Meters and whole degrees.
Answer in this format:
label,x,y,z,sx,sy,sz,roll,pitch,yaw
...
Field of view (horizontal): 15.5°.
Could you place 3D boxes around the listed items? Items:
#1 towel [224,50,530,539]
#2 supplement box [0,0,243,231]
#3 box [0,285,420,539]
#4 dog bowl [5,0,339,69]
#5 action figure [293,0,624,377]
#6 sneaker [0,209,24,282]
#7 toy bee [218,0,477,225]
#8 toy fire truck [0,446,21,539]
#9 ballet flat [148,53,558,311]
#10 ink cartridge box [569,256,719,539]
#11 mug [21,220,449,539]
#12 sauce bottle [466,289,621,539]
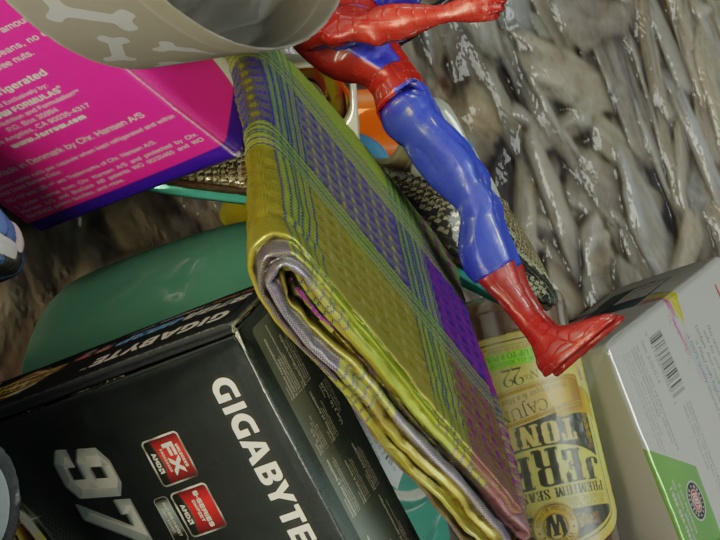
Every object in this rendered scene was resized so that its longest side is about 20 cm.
label,x,y,z,sx,sy,sz,roll,pitch,yaw
towel,0.000,0.000,0.898,0.144,0.023,0.200,49,13,-26
supplement box,-0.137,-0.114,0.939,0.200,0.103,0.101,40,42,-42
box,-0.053,0.118,0.889,0.200,0.159,0.046,63,28,-13
dog bowl,-0.082,-0.159,0.899,0.200,0.059,0.200,34,45,-43
action figure,0.044,-0.068,0.987,0.200,0.099,0.065,50,4,7
sneaker,-0.180,-0.041,0.858,0.200,0.076,0.077,30,49,-53
toy bee,0.001,-0.047,1.136,0.131,0.109,0.200,20,86,-42
toy fire truck,-0.168,0.154,0.755,0.176,0.129,0.200,-17,108,-54
ballet flat,-0.008,-0.044,1.041,0.068,0.200,0.075,-154,-98,-86
ink cartridge box,0.155,0.068,1.333,0.200,0.067,0.117,-30,99,-58
mug,-0.026,0.061,1.005,0.185,0.114,0.152,20,58,-52
sauce bottle,0.086,0.109,1.205,0.065,0.065,0.200,2,70,-57
